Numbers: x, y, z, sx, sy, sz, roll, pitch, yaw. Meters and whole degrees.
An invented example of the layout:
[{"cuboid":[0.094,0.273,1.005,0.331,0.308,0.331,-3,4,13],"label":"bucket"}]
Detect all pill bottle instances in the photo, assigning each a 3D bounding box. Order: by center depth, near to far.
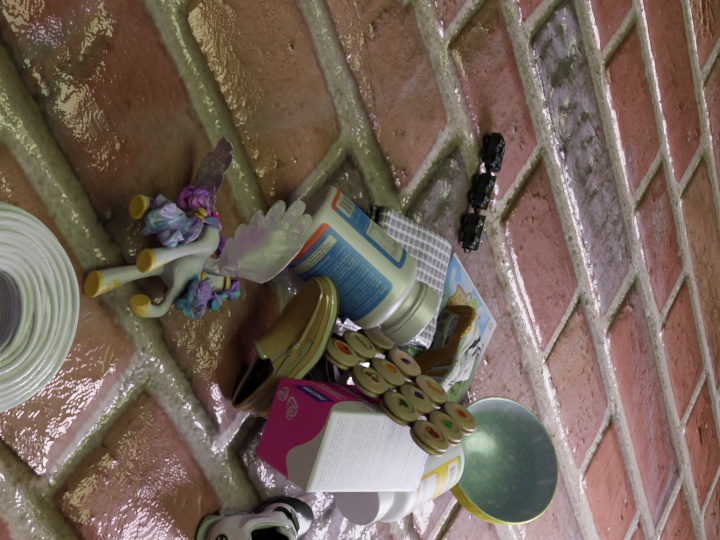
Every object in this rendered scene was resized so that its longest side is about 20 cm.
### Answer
[{"cuboid":[0.000,0.000,1.388,0.200,0.112,0.113,42,59,-14],"label":"pill bottle"},{"cuboid":[0.052,0.287,1.586,0.199,0.110,0.113,-15,109,-52],"label":"pill bottle"}]

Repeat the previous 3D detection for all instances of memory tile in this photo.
[{"cuboid":[0.050,0.141,1.375,0.017,0.200,0.153,-55,162,21],"label":"memory tile"}]

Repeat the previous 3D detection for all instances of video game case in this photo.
[{"cuboid":[0.141,0.102,1.750,0.201,0.022,0.184,54,54,-44],"label":"video game case"}]

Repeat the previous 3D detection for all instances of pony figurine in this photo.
[{"cuboid":[-0.174,-0.030,1.202,0.199,0.166,0.194,2,127,-57],"label":"pony figurine"}]

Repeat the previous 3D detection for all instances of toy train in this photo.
[{"cuboid":[0.194,-0.120,1.775,0.046,0.034,0.203,42,62,-63],"label":"toy train"}]

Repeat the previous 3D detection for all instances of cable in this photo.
[{"cuboid":[-0.348,0.037,1.013,0.201,0.068,0.201,-57,138,-30],"label":"cable"}]

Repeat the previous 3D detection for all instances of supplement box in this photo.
[{"cuboid":[-0.013,0.200,1.352,0.198,0.101,0.105,10,102,-47],"label":"supplement box"}]

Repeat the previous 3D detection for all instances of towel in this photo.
[{"cuboid":[0.046,0.011,1.547,0.199,0.085,0.168,25,76,-53],"label":"towel"}]

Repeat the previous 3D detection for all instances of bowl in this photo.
[{"cuboid":[0.204,0.313,1.787,0.197,0.108,0.203,11,63,-22],"label":"bowl"}]

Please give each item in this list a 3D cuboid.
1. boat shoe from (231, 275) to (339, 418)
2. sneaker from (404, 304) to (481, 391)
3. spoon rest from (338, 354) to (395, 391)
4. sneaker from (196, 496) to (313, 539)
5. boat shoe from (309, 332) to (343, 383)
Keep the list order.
[{"cuboid":[-0.093,0.093,1.335,0.075,0.072,0.202,12,113,-35],"label":"boat shoe"},{"cuboid":[0.130,0.147,1.661,0.201,0.075,0.088,-53,136,-33],"label":"sneaker"},{"cuboid":[-0.025,0.183,1.443,0.199,0.060,0.100,-41,133,-13],"label":"spoon rest"},{"cuboid":[-0.106,0.332,1.396,0.199,0.087,0.076,0,95,-56],"label":"sneaker"},{"cuboid":[-0.024,0.158,1.501,0.067,0.056,0.202,-52,135,-34],"label":"boat shoe"}]
